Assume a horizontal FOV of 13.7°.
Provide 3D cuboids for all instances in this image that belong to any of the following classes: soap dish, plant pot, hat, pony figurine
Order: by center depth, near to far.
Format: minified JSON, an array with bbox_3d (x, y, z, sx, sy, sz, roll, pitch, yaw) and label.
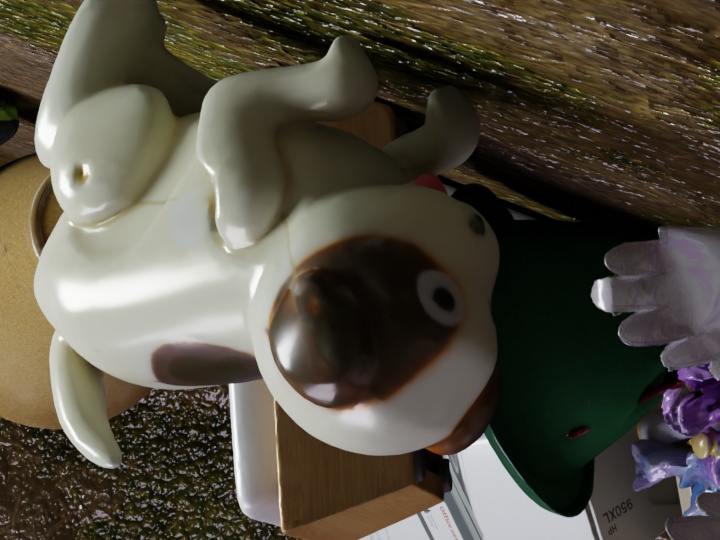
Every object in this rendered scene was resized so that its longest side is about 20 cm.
[{"bbox_3d":[0.191,0.063,1.281,0.193,0.167,0.200,-8,169,-16],"label":"pony figurine"},{"bbox_3d":[-0.009,0.020,1.333,0.081,0.200,0.157,-4,172,8],"label":"soap dish"},{"bbox_3d":[0.153,0.012,1.395,0.176,0.166,0.200,-19,-179,19],"label":"hat"},{"bbox_3d":[-0.184,-0.005,1.954,0.186,0.186,0.200,20,163,-10],"label":"plant pot"}]

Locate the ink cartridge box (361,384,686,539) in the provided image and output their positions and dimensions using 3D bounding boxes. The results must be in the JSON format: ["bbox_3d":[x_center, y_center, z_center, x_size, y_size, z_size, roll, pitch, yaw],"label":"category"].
[{"bbox_3d":[0.091,0.109,1.655,0.200,0.084,0.145,-11,-169,43],"label":"ink cartridge box"}]

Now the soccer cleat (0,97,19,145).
[{"bbox_3d":[-0.264,-0.080,1.927,0.068,0.081,0.200,20,176,-12],"label":"soccer cleat"}]

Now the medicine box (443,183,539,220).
[{"bbox_3d":[0.000,0.000,1.576,0.200,0.103,0.182,20,177,-16],"label":"medicine box"}]

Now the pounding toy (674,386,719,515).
[{"bbox_3d":[0.238,0.170,1.488,0.184,0.142,0.200,41,150,51],"label":"pounding toy"}]

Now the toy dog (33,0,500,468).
[{"bbox_3d":[-0.033,-0.002,1.135,0.200,0.194,0.140,25,168,42],"label":"toy dog"}]
